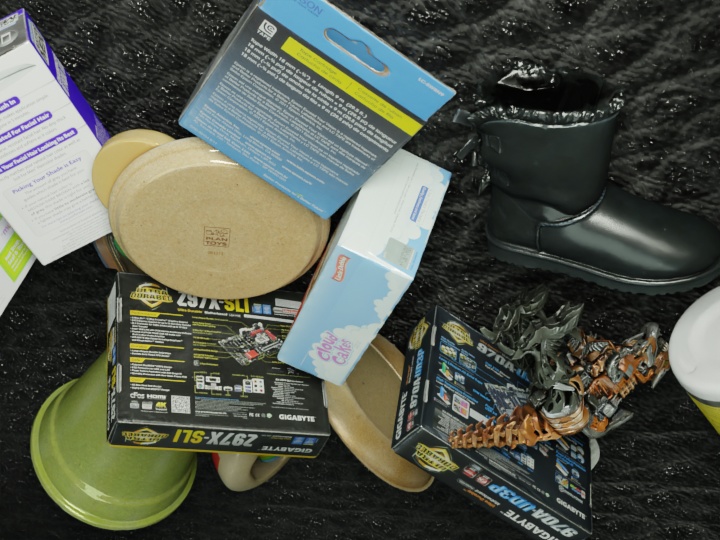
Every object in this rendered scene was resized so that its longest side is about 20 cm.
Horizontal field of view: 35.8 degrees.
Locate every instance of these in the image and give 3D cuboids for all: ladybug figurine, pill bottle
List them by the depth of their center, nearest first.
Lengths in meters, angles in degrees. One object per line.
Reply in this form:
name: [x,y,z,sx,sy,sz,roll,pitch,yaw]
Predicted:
pill bottle: [0.343,0.108,0.909,0.111,0.112,0.200,-13,133,40]
ladybug figurine: [-0.115,0.176,1.236,0.072,0.136,0.200,39,161,15]

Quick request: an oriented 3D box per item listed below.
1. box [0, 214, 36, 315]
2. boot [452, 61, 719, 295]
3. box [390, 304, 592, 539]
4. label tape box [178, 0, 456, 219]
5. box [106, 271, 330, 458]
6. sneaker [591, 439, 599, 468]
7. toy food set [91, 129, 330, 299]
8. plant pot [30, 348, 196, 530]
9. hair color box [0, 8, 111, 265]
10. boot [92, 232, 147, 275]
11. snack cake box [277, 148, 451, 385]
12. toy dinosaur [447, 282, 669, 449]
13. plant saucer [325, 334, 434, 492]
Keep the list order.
box: [-0.372,-0.033,1.025,0.101,0.201,0.113,2,141,25]
boot: [0.170,-0.068,0.807,0.197,0.074,0.163,9,140,18]
box: [0.127,0.144,1.028,0.199,0.160,0.046,33,127,-17]
label tape box: [-0.030,-0.138,0.821,0.144,0.064,0.200,32,144,-14]
box: [-0.133,0.088,1.037,0.199,0.161,0.049,6,141,-21]
sneaker: [0.135,0.186,1.162,0.199,0.073,0.114,23,148,-1]
toy food set: [-0.125,-0.045,0.971,0.198,0.049,0.199,-6,137,6]
plant pot: [-0.245,0.159,1.247,0.200,0.201,0.184,29,134,-11]
hair color box: [-0.280,-0.109,0.956,0.109,0.065,0.201,-26,135,2]
boot: [-0.179,0.013,1.095,0.096,0.075,0.201,1,139,31]
snack cake box: [0.000,0.000,0.945,0.067,0.116,0.200,24,146,-4]
toy dinosaur: [0.170,0.094,0.942,0.102,0.200,0.136,2,121,56]
plant saucer: [0.017,0.128,1.118,0.200,0.035,0.201,38,146,32]
